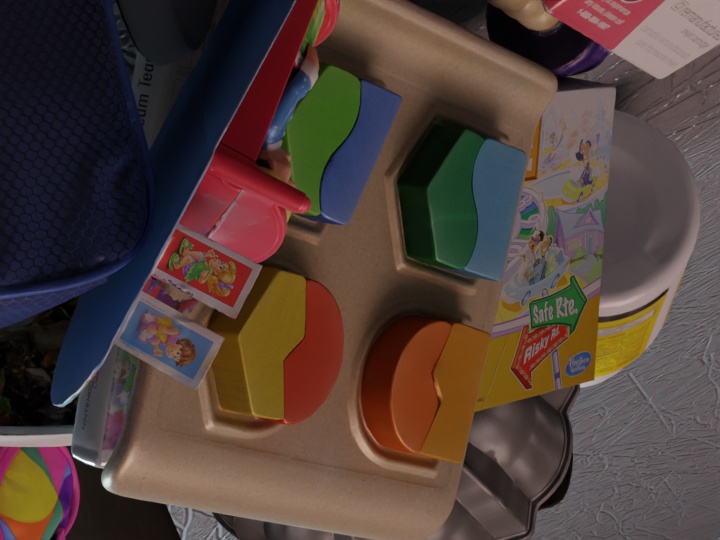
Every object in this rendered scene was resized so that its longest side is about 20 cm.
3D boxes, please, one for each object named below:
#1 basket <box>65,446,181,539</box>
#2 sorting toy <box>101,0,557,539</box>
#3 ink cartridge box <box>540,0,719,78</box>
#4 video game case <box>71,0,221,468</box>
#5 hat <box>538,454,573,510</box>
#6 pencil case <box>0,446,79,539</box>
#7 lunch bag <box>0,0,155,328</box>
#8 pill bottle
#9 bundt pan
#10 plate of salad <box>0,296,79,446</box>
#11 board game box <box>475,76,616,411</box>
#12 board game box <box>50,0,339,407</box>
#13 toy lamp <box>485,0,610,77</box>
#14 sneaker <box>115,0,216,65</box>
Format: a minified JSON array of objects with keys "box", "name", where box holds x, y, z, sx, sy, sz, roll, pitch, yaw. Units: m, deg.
[{"box":[-0.154,0.147,1.048,0.135,0.201,0.180,-21,175,18],"name":"basket"},{"box":[0.000,0.000,0.777,0.036,0.201,0.185,15,178,42],"name":"sorting toy"},{"box":[0.158,-0.168,0.781,0.199,0.083,0.146,-31,162,20],"name":"ink cartridge box"},{"box":[-0.023,-0.011,0.846,0.024,0.184,0.199,14,-174,41],"name":"video game case"},{"box":[0.038,0.041,1.104,0.200,0.201,0.081,-10,135,-41],"name":"hat"},{"box":[-0.227,0.107,0.936,0.198,0.089,0.088,1,173,22],"name":"pencil case"},{"box":[-0.176,-0.036,0.581,0.199,0.137,0.132,-9,175,-37],"name":"lunch bag"},{"box":[0.124,-0.004,1.172,0.114,0.115,0.200,-23,163,-6],"name":"pill bottle"},{"box":[0.001,0.059,1.007,0.201,0.203,0.076,-27,153,6],"name":"bundt pan"},{"box":[-0.139,0.037,0.928,0.198,0.048,0.200,1,-169,0],"name":"plate of salad"},{"box":[0.029,-0.006,0.861,0.034,0.136,0.199,14,-163,42],"name":"board game box"},{"box":[-0.034,-0.041,0.646,0.201,0.039,0.158,-61,-168,9],"name":"board game box"},{"box":[0.056,-0.117,0.841,0.058,0.059,0.200,-31,160,19],"name":"toy lamp"},{"box":[-0.047,-0.127,0.630,0.084,0.073,0.200,-20,161,-7],"name":"sneaker"}]
